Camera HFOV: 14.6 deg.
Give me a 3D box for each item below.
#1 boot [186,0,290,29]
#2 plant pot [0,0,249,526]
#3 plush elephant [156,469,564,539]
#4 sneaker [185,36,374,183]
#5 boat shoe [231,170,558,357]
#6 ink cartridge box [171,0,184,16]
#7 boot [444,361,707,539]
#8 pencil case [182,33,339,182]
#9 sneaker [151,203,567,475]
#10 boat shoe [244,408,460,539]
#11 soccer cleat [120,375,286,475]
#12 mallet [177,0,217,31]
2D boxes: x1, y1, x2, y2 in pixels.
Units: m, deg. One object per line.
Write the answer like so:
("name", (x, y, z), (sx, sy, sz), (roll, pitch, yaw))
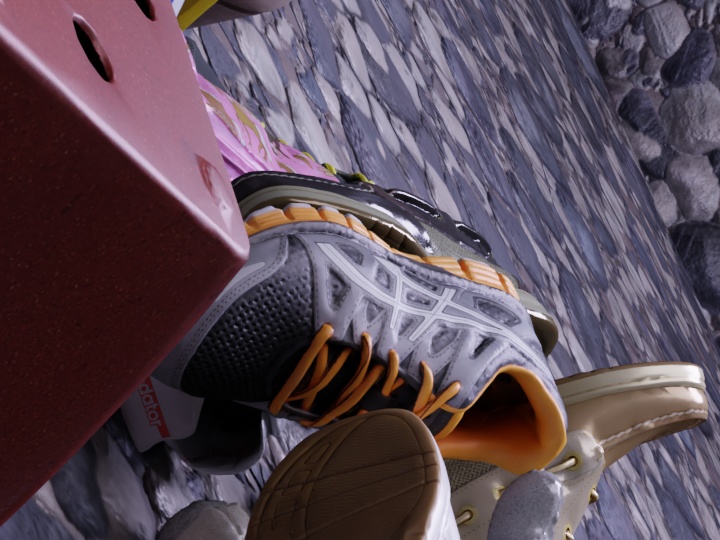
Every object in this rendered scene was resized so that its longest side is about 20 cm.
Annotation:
("boot", (-0.080, -0.166, 1.221), (0.071, 0.146, 0.200), (68, 13, 22))
("plant pot", (-0.140, -0.040, 0.617), (0.200, 0.176, 0.200), (46, 21, -57))
("plush elephant", (0.040, 0.148, 1.035), (0.201, 0.154, 0.165), (67, 12, 21))
("sneaker", (-0.030, -0.029, 1.293), (0.200, 0.084, 0.075), (59, 12, -18))
("boat shoe", (0.001, -0.001, 1.111), (0.201, 0.072, 0.066), (23, 26, -49))
("ink cartridge box", (-0.126, -0.148, 0.898), (0.198, 0.047, 0.200), (62, 13, -15))
("boot", (0.080, 0.131, 1.191), (0.156, 0.199, 0.073), (67, -21, 13))
("pencil case", (-0.072, -0.044, 1.151), (0.087, 0.083, 0.200), (66, 11, 27))
("sneaker", (0.003, 0.032, 1.025), (0.199, 0.078, 0.077), (6, 40, -43))
("boat shoe", (0.006, 0.123, 0.921), (0.200, 0.071, 0.070), (-91, 158, -58))
("soccer cleat", (-0.050, 0.041, 1.118), (0.200, 0.068, 0.086), (22, 51, -68))
("mallet", (-0.048, -0.141, 1.198), (0.066, 0.200, 0.041), (36, 13, -52))
